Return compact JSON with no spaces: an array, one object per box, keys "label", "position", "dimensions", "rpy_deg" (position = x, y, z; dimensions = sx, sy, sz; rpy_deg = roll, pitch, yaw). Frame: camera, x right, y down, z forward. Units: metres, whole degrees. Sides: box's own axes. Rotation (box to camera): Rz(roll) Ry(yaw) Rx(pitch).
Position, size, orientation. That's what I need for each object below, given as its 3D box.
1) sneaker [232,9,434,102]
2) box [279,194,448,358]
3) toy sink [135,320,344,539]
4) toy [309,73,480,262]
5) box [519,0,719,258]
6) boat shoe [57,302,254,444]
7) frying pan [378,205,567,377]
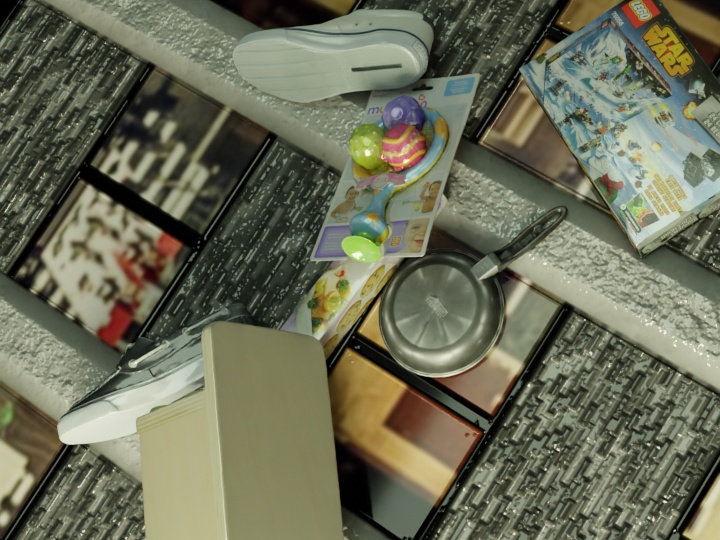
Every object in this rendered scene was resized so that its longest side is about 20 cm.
[{"label":"sneaker","position":[-0.021,-0.202,1.434],"dimensions":[0.198,0.073,0.071],"rpy_deg":[5,41,25]},{"label":"box","position":[0.000,0.000,1.368],"dimensions":[0.039,0.041,0.201],"rpy_deg":[36,85,24]},{"label":"toy sink","position":[-0.103,0.159,1.283],"dimensions":[0.112,0.130,0.202],"rpy_deg":[-23,66,40]},{"label":"toy","position":[0.024,-0.101,1.348],"dimensions":[0.114,0.047,0.201],"rpy_deg":[-3,56,32]},{"label":"box","position":[0.245,-0.130,1.336],"dimensions":[0.136,0.040,0.201],"rpy_deg":[-32,66,6]},{"label":"boat shoe","position":[-0.183,0.090,1.378],"dimensions":[0.199,0.072,0.068],"rpy_deg":[-26,69,5]},{"label":"frying pan","position":[0.102,0.022,1.338],"dimensions":[0.188,0.031,0.116],"rpy_deg":[-20,69,13]}]
